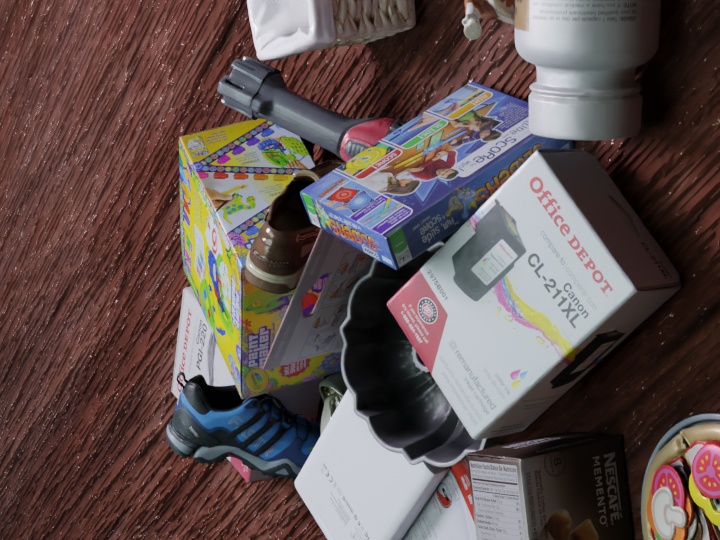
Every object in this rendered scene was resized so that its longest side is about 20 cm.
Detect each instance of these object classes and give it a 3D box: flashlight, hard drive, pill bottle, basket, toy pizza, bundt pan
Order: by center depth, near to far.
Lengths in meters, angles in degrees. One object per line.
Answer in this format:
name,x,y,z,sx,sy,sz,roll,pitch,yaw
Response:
pill bottle,0.176,-0.207,1.287,0.114,0.113,0.203,19,113,54
toy pizza,0.281,0.213,1.297,0.199,0.031,0.203,20,114,54
bundt pan,0.080,0.072,1.507,0.200,0.075,0.205,4,96,37
basket,-0.033,-0.310,1.579,0.135,0.122,0.203,-3,96,62
flashlight,-0.035,-0.145,1.595,0.198,0.068,0.068,28,161,14
hard drive,0.007,0.201,1.629,0.132,0.026,0.201,55,140,25

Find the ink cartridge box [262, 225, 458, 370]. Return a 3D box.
ink cartridge box,0.000,0.000,1.557,0.045,0.174,0.201,57,140,32

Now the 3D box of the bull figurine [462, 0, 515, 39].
bull figurine,0.094,-0.254,1.356,0.065,0.121,0.201,-36,96,24

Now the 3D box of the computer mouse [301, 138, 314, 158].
computer mouse,-0.018,-0.078,1.690,0.200,0.045,0.142,-130,35,-55

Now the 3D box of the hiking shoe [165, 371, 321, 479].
hiking shoe,-0.101,0.162,1.744,0.075,0.197,0.088,-112,34,-58

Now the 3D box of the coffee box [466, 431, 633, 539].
coffee box,0.167,0.246,1.412,0.079,0.113,0.203,-3,93,58

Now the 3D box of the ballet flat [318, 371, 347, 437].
ballet flat,-0.007,0.205,1.722,0.067,0.063,0.203,-16,84,58

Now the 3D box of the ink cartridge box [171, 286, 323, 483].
ink cartridge box,-0.131,0.122,1.882,0.200,0.084,0.147,43,132,47

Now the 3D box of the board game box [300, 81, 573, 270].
board game box,0.065,-0.085,1.417,0.135,0.199,0.035,30,147,51

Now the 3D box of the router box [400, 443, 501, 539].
router box,0.111,0.294,1.569,0.180,0.048,0.202,-52,55,49

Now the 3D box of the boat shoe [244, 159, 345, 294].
boat shoe,-0.043,-0.059,1.542,0.074,0.203,0.076,17,126,8

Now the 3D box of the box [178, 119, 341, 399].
box,-0.100,-0.015,1.706,0.201,0.121,0.194,95,154,-47

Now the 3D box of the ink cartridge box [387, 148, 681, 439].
ink cartridge box,0.139,0.018,1.360,0.200,0.082,0.146,-47,65,30
